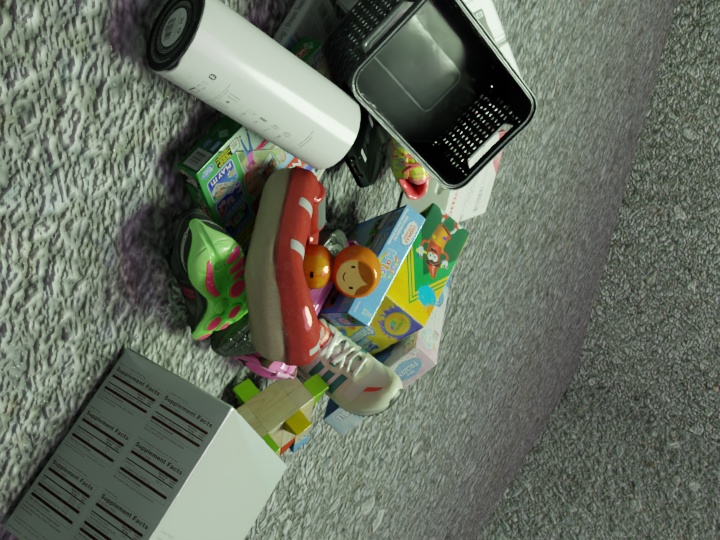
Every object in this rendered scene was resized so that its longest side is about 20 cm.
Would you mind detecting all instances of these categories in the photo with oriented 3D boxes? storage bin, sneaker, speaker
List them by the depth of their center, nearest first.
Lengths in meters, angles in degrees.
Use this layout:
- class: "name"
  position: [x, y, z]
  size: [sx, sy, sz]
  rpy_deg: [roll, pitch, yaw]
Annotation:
- class: "speaker"
  position: [-0.090, -0.166, 0.748]
  size: [0.198, 0.081, 0.083]
  rpy_deg: [26, 88, -43]
- class: "sneaker"
  position: [-0.155, 0.003, 0.846]
  size: [0.076, 0.084, 0.201]
  rpy_deg: [-26, 158, -24]
- class: "storage bin"
  position: [0.074, -0.198, 0.858]
  size: [0.135, 0.094, 0.199]
  rpy_deg: [-43, 130, 11]
- class: "sneaker"
  position: [-0.105, 0.014, 0.962]
  size: [0.200, 0.091, 0.076]
  rpy_deg: [-47, 153, -5]
- class: "sneaker"
  position: [-0.033, 0.115, 1.066]
  size: [0.070, 0.198, 0.094]
  rpy_deg: [-45, 132, -22]
- class: "sneaker"
  position: [0.076, -0.166, 1.112]
  size: [0.201, 0.076, 0.092]
  rpy_deg: [80, -2, -65]

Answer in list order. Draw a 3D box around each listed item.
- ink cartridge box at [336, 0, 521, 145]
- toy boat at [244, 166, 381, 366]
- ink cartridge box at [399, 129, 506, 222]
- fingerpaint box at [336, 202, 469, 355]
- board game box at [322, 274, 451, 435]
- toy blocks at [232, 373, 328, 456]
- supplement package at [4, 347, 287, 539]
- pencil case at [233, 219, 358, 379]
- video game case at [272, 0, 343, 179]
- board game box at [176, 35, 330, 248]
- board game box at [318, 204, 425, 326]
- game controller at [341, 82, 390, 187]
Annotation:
- class: "ink cartridge box"
  position: [0.085, -0.253, 0.941]
  size: [0.144, 0.084, 0.201]
  rpy_deg: [-35, 132, 1]
- class: "toy boat"
  position: [-0.043, -0.001, 0.827]
  size: [0.132, 0.128, 0.203]
  rpy_deg: [93, 3, -52]
- class: "ink cartridge box"
  position: [0.153, -0.161, 1.339]
  size: [0.199, 0.082, 0.149]
  rpy_deg: [-21, 130, -59]
- class: "fingerpaint box"
  position: [0.040, 0.023, 1.135]
  size: [0.199, 0.073, 0.168]
  rpy_deg: [-36, -160, 54]
- class: "board game box"
  position: [0.040, 0.107, 1.183]
  size: [0.200, 0.043, 0.201]
  rpy_deg: [-42, -162, 32]
- class: "toy blocks"
  position: [-0.136, 0.221, 1.065]
  size: [0.198, 0.100, 0.138]
  rpy_deg: [-33, 154, -29]
- class: "supplement package"
  position: [-0.207, 0.227, 0.848]
  size: [0.202, 0.145, 0.192]
  rpy_deg: [-57, 154, -20]
- class: "pencil case"
  position: [-0.076, 0.040, 1.025]
  size: [0.091, 0.093, 0.203]
  rpy_deg: [38, 76, -54]
- class: "video game case"
  position: [-0.065, -0.187, 0.937]
  size: [0.184, 0.023, 0.200]
  rpy_deg: [-61, 156, -13]
- class: "board game box"
  position: [-0.096, -0.126, 0.861]
  size: [0.201, 0.029, 0.136]
  rpy_deg: [-51, 152, -24]
- class: "board game box"
  position: [0.000, 0.000, 1.080]
  size: [0.153, 0.036, 0.199]
  rpy_deg: [-61, -165, -13]
- class: "game controller"
  position: [0.001, -0.172, 0.991]
  size: [0.200, 0.041, 0.106]
  rpy_deg: [53, 56, -74]
